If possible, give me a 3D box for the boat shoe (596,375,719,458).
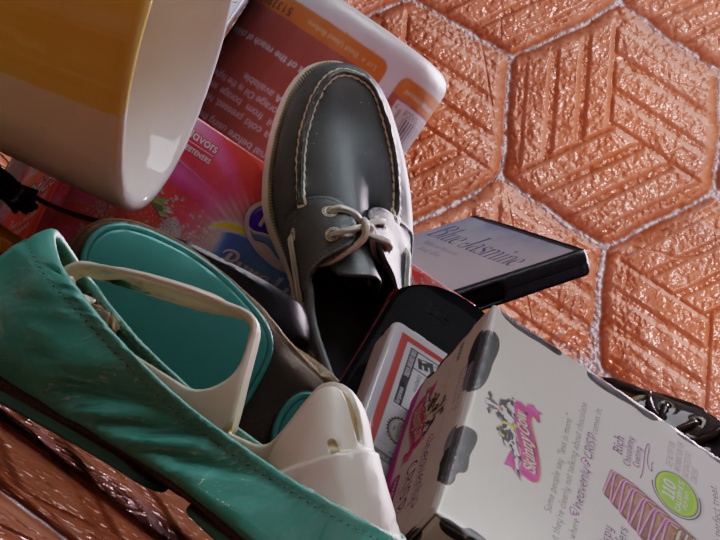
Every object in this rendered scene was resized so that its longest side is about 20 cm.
[{"bbox_3d":[0.130,0.090,1.264,0.200,0.073,0.065,10,-37,44],"label":"boat shoe"}]

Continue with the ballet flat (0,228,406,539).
[{"bbox_3d":[-0.041,0.052,0.856,0.200,0.070,0.067,35,0,10],"label":"ballet flat"}]

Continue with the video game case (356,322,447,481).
[{"bbox_3d":[0.076,0.116,1.037,0.200,0.017,0.143,34,34,-8],"label":"video game case"}]

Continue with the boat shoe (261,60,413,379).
[{"bbox_3d":[0.000,0.000,1.208,0.073,0.200,0.062,6,-13,-25],"label":"boat shoe"}]

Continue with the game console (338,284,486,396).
[{"bbox_3d":[0.073,0.100,1.088,0.200,0.031,0.177,37,28,-3],"label":"game console"}]

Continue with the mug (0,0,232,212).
[{"bbox_3d":[-0.140,-0.134,1.137,0.153,0.187,0.149,17,21,9],"label":"mug"}]

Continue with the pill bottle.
[{"bbox_3d":[-0.054,-0.046,1.408,0.112,0.200,0.112,35,0,0],"label":"pill bottle"}]

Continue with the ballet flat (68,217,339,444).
[{"bbox_3d":[-0.045,0.054,1.129,0.200,0.068,0.072,34,-19,-9],"label":"ballet flat"}]

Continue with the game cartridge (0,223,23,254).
[{"bbox_3d":[-0.224,-0.053,1.112,0.176,0.032,0.200,34,2,16],"label":"game cartridge"}]

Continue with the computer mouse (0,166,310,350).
[{"bbox_3d":[-0.113,-0.009,1.166,0.200,0.034,0.059,26,-11,1],"label":"computer mouse"}]

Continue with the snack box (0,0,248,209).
[{"bbox_3d":[-0.109,-0.106,1.375,0.053,0.200,0.142,35,42,-7],"label":"snack box"}]

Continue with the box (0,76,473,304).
[{"bbox_3d":[-0.062,0.003,1.275,0.200,0.103,0.095,35,-10,-20],"label":"box"}]

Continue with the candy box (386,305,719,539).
[{"bbox_3d":[0.102,0.119,0.985,0.200,0.061,0.136,35,32,-8],"label":"candy box"}]

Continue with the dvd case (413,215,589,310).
[{"bbox_3d":[0.009,0.013,1.512,0.143,0.200,0.018,20,-55,65],"label":"dvd case"}]
